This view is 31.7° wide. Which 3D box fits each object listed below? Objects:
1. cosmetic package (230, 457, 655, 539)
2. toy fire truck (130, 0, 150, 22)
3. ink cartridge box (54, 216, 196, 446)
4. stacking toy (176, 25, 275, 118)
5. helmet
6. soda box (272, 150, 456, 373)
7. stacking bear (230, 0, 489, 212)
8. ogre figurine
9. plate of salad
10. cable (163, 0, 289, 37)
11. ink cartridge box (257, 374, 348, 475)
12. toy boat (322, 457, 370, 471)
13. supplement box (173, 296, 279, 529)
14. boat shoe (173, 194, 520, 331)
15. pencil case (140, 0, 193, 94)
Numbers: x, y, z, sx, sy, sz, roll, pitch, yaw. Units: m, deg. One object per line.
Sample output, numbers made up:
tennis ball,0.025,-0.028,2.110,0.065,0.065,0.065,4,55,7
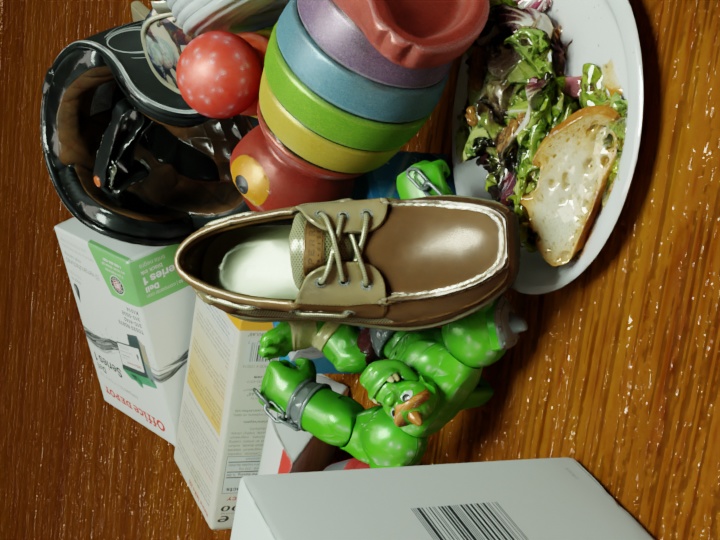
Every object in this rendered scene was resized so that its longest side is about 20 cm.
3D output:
cosmetic package,0.033,0.214,0.651,0.123,0.199,0.201,-135,51,-57
toy fire truck,-0.189,-0.151,1.281,0.176,0.128,0.201,134,143,-57
ink cartridge box,-0.200,0.048,1.208,0.146,0.084,0.201,21,129,47
stacking toy,-0.054,-0.131,0.858,0.085,0.200,0.086,5,102,24
helmet,-0.151,-0.118,1.077,0.200,0.190,0.201,7,100,46
soda box,0.000,0.000,0.893,0.200,0.068,0.064,123,141,-50
stacking bear,-0.016,-0.102,0.759,0.122,0.114,0.200,48,133,17
ogre figurine,0.022,0.042,0.771,0.120,0.098,0.200,44,99,19
plate of salad,0.091,-0.087,0.719,0.200,0.048,0.201,180,90,-66
cable,-0.040,-0.212,0.833,0.200,0.199,0.069,-162,48,-83
ink cartridge box,-0.071,0.186,0.940,0.200,0.050,0.161,-46,-28,-63
toy boat,-0.017,0.225,0.846,0.130,0.130,0.201,148,120,-62
supplement box,-0.103,0.107,1.110,0.126,0.073,0.201,-134,50,-57
boat shoe,-0.013,-0.003,0.698,0.199,0.074,0.076,-7,80,26
pencil case,-0.101,-0.229,0.981,0.090,0.078,0.200,86,-163,-50
